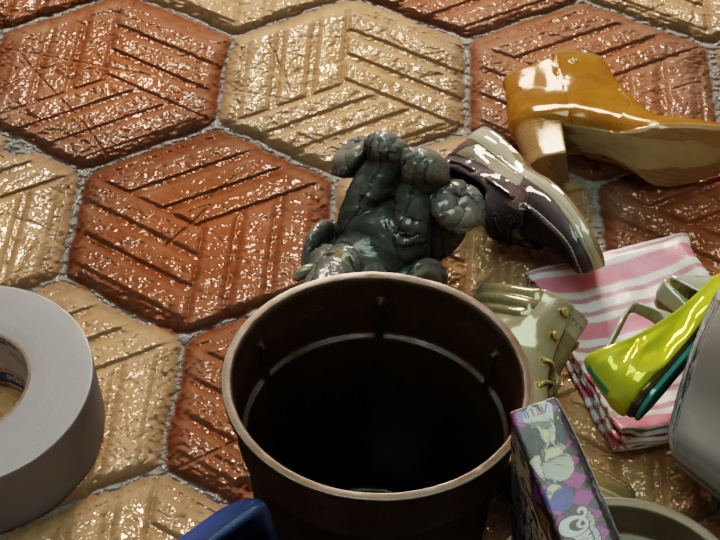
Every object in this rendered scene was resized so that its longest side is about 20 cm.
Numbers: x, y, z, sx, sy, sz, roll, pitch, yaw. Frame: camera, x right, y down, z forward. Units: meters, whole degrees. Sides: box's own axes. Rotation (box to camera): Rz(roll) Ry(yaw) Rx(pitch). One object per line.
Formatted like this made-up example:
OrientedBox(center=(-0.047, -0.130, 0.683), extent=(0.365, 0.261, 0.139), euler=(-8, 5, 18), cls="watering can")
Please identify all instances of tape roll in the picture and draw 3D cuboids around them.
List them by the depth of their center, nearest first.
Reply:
OrientedBox(center=(-0.299, 0.105, 1.311), extent=(0.199, 0.066, 0.201), euler=(-2, 46, 2), cls="tape roll")

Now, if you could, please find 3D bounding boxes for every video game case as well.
OrientedBox(center=(0.136, 0.202, 1.045), extent=(0.036, 0.200, 0.182), euler=(-17, 58, -6), cls="video game case")

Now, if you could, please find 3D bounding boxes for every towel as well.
OrientedBox(center=(0.231, 0.050, 1.354), extent=(0.146, 0.030, 0.200), euler=(-14, 47, -10), cls="towel")

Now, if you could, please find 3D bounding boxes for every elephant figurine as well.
OrientedBox(center=(0.000, 0.000, 1.358), extent=(0.141, 0.155, 0.200), euler=(9, 67, 59), cls="elephant figurine")

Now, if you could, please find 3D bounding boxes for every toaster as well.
OrientedBox(center=(0.301, 0.087, 1.203), extent=(0.113, 0.201, 0.129), euler=(11, 9, -32), cls="toaster")

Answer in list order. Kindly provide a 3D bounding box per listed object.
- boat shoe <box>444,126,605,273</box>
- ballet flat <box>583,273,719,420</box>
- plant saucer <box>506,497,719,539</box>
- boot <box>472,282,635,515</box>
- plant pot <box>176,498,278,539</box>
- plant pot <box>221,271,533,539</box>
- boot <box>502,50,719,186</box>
OrientedBox(center=(0.130, -0.049, 1.428), extent=(0.065, 0.072, 0.200), euler=(-34, 45, -7), cls="boat shoe")
OrientedBox(center=(0.238, 0.040, 1.286), extent=(0.067, 0.067, 0.200), euler=(39, 49, 22), cls="ballet flat")
OrientedBox(center=(0.169, 0.249, 1.145), extent=(0.199, 0.030, 0.201), euler=(-4, 60, 7), cls="plant saucer")
OrientedBox(center=(0.139, 0.097, 1.276), extent=(0.200, 0.073, 0.156), euler=(21, 61, 29), cls="boot")
OrientedBox(center=(-0.074, 0.276, 1.053), extent=(0.200, 0.200, 0.180), euler=(-35, 47, -26), cls="plant pot")
OrientedBox(center=(0.007, 0.140, 1.160), extent=(0.199, 0.199, 0.201), euler=(2, 43, -2), cls="plant pot")
OrientedBox(center=(0.229, -0.142, 1.509), extent=(0.200, 0.071, 0.144), euler=(-4, 45, 1), cls="boot")
